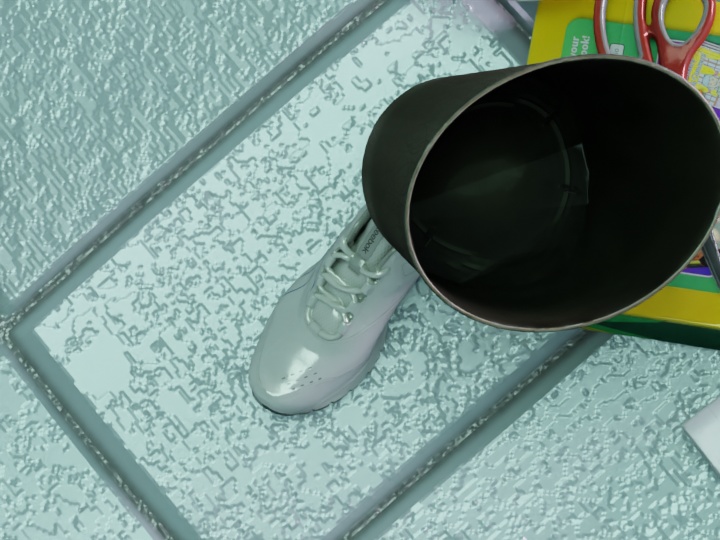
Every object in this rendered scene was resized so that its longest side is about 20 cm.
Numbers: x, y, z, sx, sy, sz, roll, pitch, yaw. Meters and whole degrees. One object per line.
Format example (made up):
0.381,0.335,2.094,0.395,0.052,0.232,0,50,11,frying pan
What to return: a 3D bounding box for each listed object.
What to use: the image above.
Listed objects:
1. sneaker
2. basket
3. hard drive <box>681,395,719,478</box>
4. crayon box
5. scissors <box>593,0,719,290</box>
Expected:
0.000,0.000,1.529,0.074,0.087,0.200,38,86,15,sneaker
0.081,-0.049,1.394,0.179,0.200,0.137,-20,100,-12,basket
0.306,0.082,1.485,0.200,0.027,0.132,-37,73,0,hard drive
0.176,-0.062,1.528,0.171,0.058,0.201,9,77,13,crayon box
0.175,-0.083,1.497,0.073,0.014,0.201,-3,75,7,scissors
